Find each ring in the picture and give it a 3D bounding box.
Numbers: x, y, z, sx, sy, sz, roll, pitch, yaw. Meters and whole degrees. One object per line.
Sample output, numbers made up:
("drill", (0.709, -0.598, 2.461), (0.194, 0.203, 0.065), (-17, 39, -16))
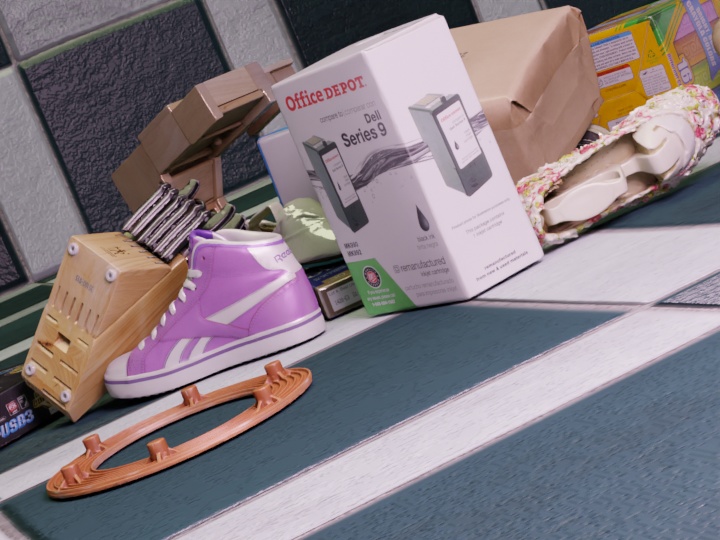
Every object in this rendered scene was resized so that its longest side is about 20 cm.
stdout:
("ring", (-0.128, 0.106, 1.355), (0.200, 0.019, 0.200), (-23, 6, 3))

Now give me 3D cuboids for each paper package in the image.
("paper package", (0.082, -0.130, 1.662), (0.200, 0.103, 0.191), (-7, 27, 28))

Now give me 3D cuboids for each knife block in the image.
("knife block", (-0.182, 0.022, 1.663), (0.064, 0.200, 0.176), (34, 22, 30))

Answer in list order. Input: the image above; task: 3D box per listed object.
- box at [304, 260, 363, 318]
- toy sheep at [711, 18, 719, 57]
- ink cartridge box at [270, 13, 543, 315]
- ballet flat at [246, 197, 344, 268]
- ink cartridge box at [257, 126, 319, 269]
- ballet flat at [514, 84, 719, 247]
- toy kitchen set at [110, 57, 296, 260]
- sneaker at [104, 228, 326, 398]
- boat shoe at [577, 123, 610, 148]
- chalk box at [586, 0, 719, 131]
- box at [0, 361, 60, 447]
("box", (0.000, 0.000, 1.702), (0.121, 0.032, 0.200), (-24, 6, -11))
("toy sheep", (0.384, -0.206, 1.633), (0.200, 0.138, 0.138), (-6, 17, 44))
("ink cartridge box", (0.032, -0.077, 1.479), (0.084, 0.200, 0.146), (-28, 9, -32))
("ballet flat", (-0.062, -0.032, 1.739), (0.069, 0.069, 0.200), (-27, 7, -29))
("ink cartridge box", (0.018, -0.097, 1.886), (0.085, 0.145, 0.200), (-16, 8, 46))
("ballet flat", (0.202, -0.074, 1.490), (0.200, 0.076, 0.064), (-33, 16, -7))
("toy kitchen set", (-0.103, -0.092, 1.920), (0.163, 0.180, 0.200), (-28, -6, -38))
("sneaker", (-0.134, 0.028, 1.582), (0.200, 0.114, 0.073), (-22, 8, 18))
("boat shoe", (0.136, -0.079, 1.734), (0.201, 0.072, 0.066), (-9, 31, 33))
("chalk box", (0.291, -0.193, 1.845), (0.124, 0.124, 0.200), (-17, 10, 40))
("box", (-0.354, 0.135, 1.738), (0.200, 0.050, 0.198), (-17, 8, 43))
